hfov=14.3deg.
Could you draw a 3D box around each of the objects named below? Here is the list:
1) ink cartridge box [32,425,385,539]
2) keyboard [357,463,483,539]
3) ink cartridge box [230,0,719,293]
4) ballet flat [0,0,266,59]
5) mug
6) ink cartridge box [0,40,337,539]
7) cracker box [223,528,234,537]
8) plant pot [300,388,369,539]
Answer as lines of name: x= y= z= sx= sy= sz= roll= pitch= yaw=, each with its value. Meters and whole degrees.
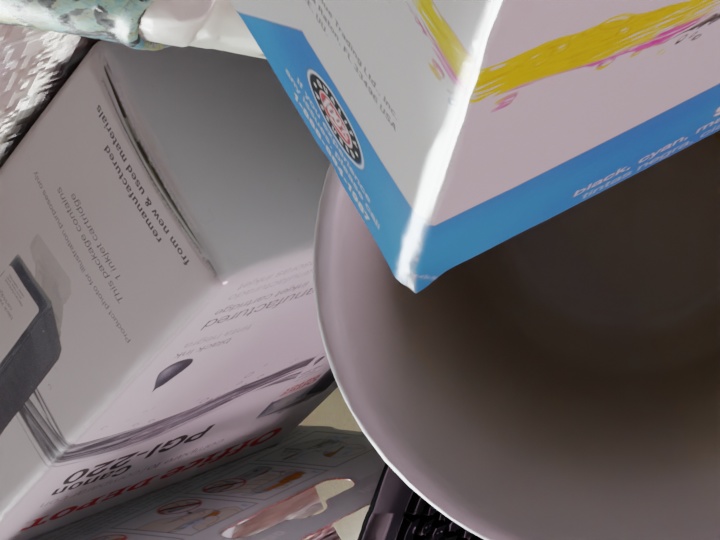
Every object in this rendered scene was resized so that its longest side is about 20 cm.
ink cartridge box: x=-0.078 y=0.097 z=0.994 sx=0.199 sy=0.047 sz=0.160 roll=1 pitch=-164 yaw=40
keyboard: x=0.042 y=0.082 z=0.960 sx=0.104 sy=0.040 sz=0.201 roll=-16 pitch=133 yaw=-51
ink cartridge box: x=0.043 y=-0.118 z=0.547 sx=0.144 sy=0.148 sz=0.200 roll=-27 pitch=166 yaw=-13
ballet flat: x=-0.001 y=-0.090 z=0.724 sx=0.199 sy=0.074 sz=0.074 roll=-25 pitch=165 yaw=-20
mug: x=0.089 y=-0.013 z=0.760 sx=0.186 sy=0.150 sz=0.153 roll=-6 pitch=-172 yaw=7
ink cartridge box: x=-0.052 y=0.000 z=0.900 sx=0.145 sy=0.085 sz=0.200 roll=-19 pitch=164 yaw=-39
cracker box: x=-0.127 y=0.130 z=1.259 sx=0.134 sy=0.058 sz=0.200 roll=-27 pitch=167 yaw=-16
plant pot: x=0.098 y=0.023 z=1.064 sx=0.187 sy=0.188 sz=0.200 roll=-22 pitch=164 yaw=-30
